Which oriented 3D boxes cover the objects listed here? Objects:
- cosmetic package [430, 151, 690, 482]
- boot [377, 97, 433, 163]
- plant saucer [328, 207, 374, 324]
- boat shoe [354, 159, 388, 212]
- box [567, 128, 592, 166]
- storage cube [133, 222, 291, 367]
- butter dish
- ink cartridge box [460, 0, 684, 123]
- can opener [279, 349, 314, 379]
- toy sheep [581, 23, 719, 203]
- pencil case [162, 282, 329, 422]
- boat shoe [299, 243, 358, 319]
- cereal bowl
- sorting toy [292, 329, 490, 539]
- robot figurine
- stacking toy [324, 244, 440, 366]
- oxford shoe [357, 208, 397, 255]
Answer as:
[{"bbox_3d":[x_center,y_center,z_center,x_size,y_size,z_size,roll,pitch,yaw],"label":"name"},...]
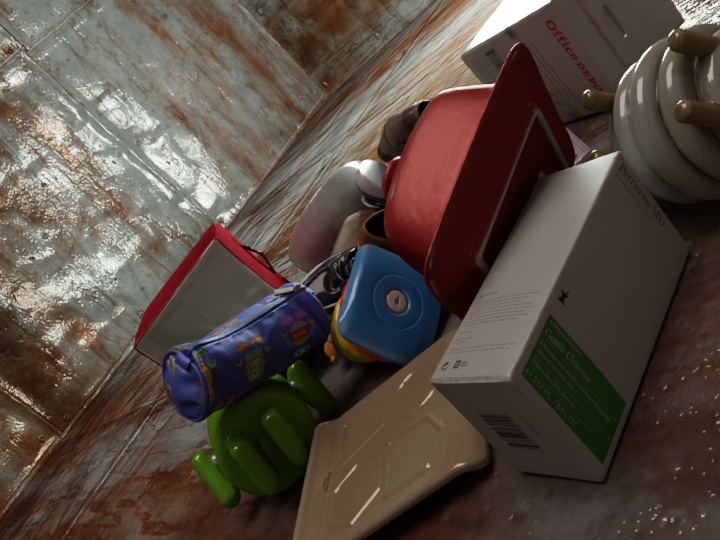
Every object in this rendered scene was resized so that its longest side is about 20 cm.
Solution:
[{"bbox_3d":[0.146,0.029,0.500,0.084,0.107,0.202,-15,37,57],"label":"cosmetic package"},{"bbox_3d":[0.118,-0.194,0.990,0.196,0.072,0.146,-12,-9,-27],"label":"boot"},{"bbox_3d":[-0.032,0.001,0.992,0.200,0.036,0.205,-158,89,-90],"label":"plant saucer"},{"bbox_3d":[0.033,-0.115,1.031,0.068,0.072,0.199,-52,-9,20],"label":"boat shoe"},{"bbox_3d":[0.225,-0.134,0.786,0.039,0.041,0.201,-42,18,17],"label":"box"},{"bbox_3d":[-0.188,0.064,0.969,0.201,0.170,0.180,-52,16,-1],"label":"storage cube"},{"bbox_3d":[0.083,-0.065,0.609,0.145,0.199,0.204,18,81,35],"label":"butter dish"},{"bbox_3d":[0.255,-0.287,0.869,0.145,0.147,0.199,-50,17,-14],"label":"ink cartridge box"},{"bbox_3d":[-0.086,0.110,1.018,0.051,0.068,0.201,1,29,4],"label":"can opener"},{"bbox_3d":[0.248,-0.114,0.530,0.139,0.137,0.199,-52,12,-20],"label":"toy sheep"},{"bbox_3d":[-0.117,0.079,0.753,0.077,0.089,0.198,22,35,34],"label":"pencil case"},{"bbox_3d":[0.000,0.000,0.856,0.196,0.071,0.066,-25,-11,4],"label":"boat shoe"},{"bbox_3d":[-0.023,-0.070,1.130,0.201,0.083,0.201,-49,-16,-19],"label":"cereal bowl"},{"bbox_3d":[0.030,0.159,0.637,0.198,0.037,0.186,-36,20,21],"label":"sorting toy"},{"bbox_3d":[-0.116,0.179,0.805,0.175,0.116,0.199,-44,15,-10],"label":"robot figurine"},{"bbox_3d":[0.001,0.069,0.820,0.200,0.108,0.118,-43,27,58],"label":"stacking toy"},{"bbox_3d":[0.091,-0.058,0.794,0.196,0.073,0.072,-21,-25,-9],"label":"oxford shoe"}]
